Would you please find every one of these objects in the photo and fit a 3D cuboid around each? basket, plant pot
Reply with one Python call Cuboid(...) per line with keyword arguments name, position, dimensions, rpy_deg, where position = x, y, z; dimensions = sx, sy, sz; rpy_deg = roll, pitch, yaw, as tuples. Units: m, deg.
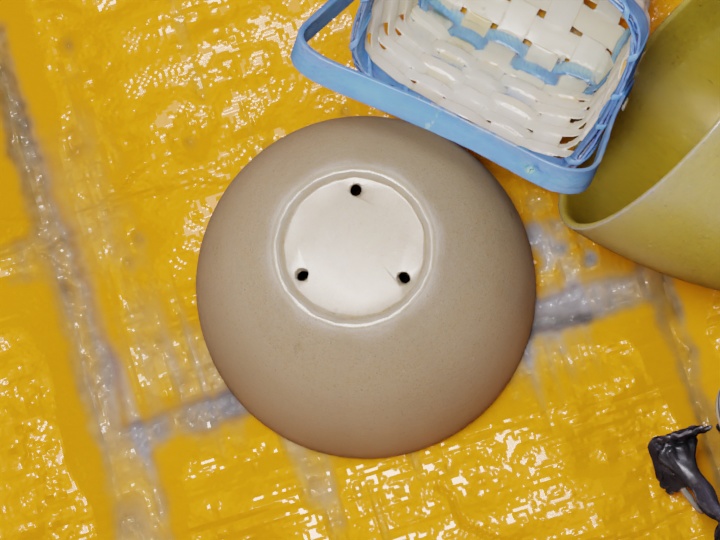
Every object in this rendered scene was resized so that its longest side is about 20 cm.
Cuboid(name="basket", position=(0.070, -0.128, 1.446), dimensions=(0.176, 0.139, 0.200), rpy_deg=(26, 41, 4))
Cuboid(name="plant pot", position=(0.229, -0.064, 1.446), dimensions=(0.142, 0.200, 0.200), rpy_deg=(36, 83, -14))
Cuboid(name="plant pot", position=(0.000, 0.000, 1.460), dimensions=(0.200, 0.134, 0.201), rpy_deg=(-1, 80, 3))

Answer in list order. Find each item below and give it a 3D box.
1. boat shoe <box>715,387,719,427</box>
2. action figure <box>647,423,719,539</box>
Cuboid(name="boat shoe", position=(0.285, 0.104, 1.390), dimensions=(0.200, 0.062, 0.075), rpy_deg=(30, 56, 9))
Cuboid(name="action figure", position=(0.228, 0.175, 1.434), dimensions=(0.119, 0.102, 0.200), rpy_deg=(-17, 78, -12))
